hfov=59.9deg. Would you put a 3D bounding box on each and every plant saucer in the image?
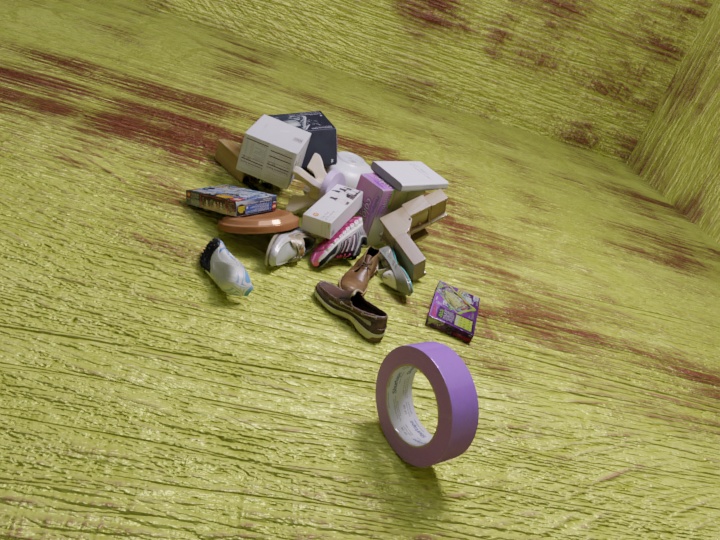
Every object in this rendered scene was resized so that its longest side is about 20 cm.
[{"bbox_3d":[-0.249,-0.124,1.532,0.196,0.033,0.201,0,15,0],"label":"plant saucer"}]

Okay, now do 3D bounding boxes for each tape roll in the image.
[{"bbox_3d":[0.110,0.227,1.074,0.065,0.203,0.200,-4,37,-36],"label":"tape roll"}]

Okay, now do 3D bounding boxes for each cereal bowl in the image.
[{"bbox_3d":[-0.042,-0.333,2.056,0.196,0.085,0.201,16,28,-9],"label":"cereal bowl"}]

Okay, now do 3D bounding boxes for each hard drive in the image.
[{"bbox_3d":[0.139,-0.264,1.744,0.198,0.027,0.132,-9,42,-44],"label":"hard drive"}]

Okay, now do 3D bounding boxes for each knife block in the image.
[{"bbox_3d":[-0.337,-0.297,1.812,0.196,0.065,0.177,18,28,-8],"label":"knife block"}]

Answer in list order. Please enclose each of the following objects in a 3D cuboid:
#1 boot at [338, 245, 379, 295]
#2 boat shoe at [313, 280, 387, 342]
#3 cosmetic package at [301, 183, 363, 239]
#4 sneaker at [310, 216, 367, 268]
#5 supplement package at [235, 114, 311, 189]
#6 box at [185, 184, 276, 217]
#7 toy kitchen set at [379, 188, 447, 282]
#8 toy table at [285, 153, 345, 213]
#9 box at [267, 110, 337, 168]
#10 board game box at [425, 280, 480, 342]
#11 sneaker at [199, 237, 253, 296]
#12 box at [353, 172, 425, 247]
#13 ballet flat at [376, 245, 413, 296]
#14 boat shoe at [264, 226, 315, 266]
[{"bbox_3d":[0.000,0.000,1.523,0.073,0.076,0.200,25,30,5],"label":"boot"},{"bbox_3d":[-0.017,0.070,1.389,0.201,0.076,0.074,34,31,22],"label":"boat shoe"},{"bbox_3d":[-0.069,-0.156,1.606,0.081,0.051,0.200,16,35,17],"label":"cosmetic package"},{"bbox_3d":[-0.045,-0.054,1.582,0.073,0.088,0.200,-11,26,45],"label":"sneaker"},{"bbox_3d":[-0.241,-0.338,1.765,0.153,0.112,0.201,21,29,-3],"label":"supplement package"},{"bbox_3d":[-0.326,-0.178,1.577,0.197,0.041,0.136,16,21,37],"label":"box"},{"bbox_3d":[0.177,-0.076,1.712,0.197,0.164,0.182,-27,59,-14],"label":"toy kitchen set"},{"bbox_3d":[-0.118,-0.226,1.736,0.115,0.201,0.186,24,67,12],"label":"toy table"},{"bbox_3d":[-0.192,-0.414,1.981,0.196,0.126,0.197,-9,33,-16],"label":"box"},{"bbox_3d":[0.233,0.099,1.559,0.118,0.033,0.200,28,28,3],"label":"board game box"},{"bbox_3d":[-0.293,-0.005,1.356,0.072,0.072,0.200,42,2,-43],"label":"sneaker"},{"bbox_3d":[0.069,-0.177,1.763,0.096,0.178,0.198,38,33,30],"label":"box"},{"bbox_3d":[0.078,0.007,1.593,0.062,0.068,0.201,-15,36,-6],"label":"ballet flat"},{"bbox_3d":[-0.166,-0.058,1.509,0.067,0.076,0.200,19,27,10],"label":"boat shoe"}]
